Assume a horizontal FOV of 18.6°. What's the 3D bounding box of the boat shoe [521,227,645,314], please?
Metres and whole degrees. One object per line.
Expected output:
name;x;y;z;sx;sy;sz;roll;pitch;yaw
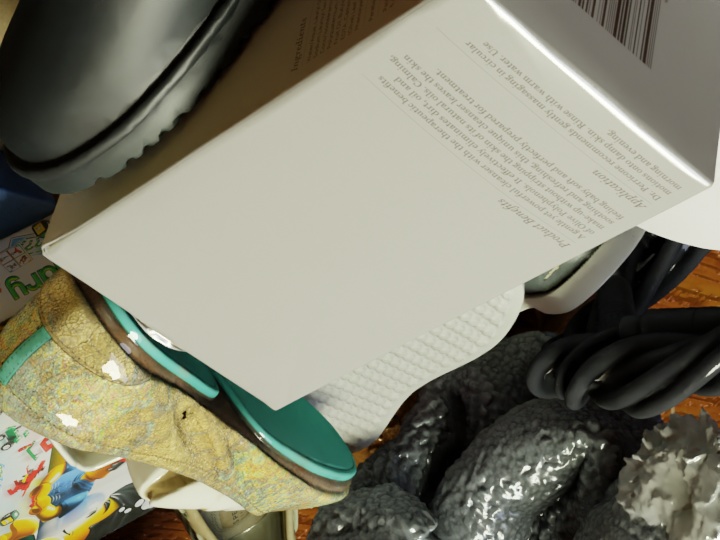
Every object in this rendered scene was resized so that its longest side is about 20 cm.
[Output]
boat shoe;0.058;-0.016;0.951;0.073;0.062;0.200;-51;-170;-14

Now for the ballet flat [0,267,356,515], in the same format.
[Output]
ballet flat;-0.071;0.055;0.807;0.071;0.071;0.200;-38;149;8

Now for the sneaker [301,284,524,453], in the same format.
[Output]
sneaker;0.000;0.000;0.902;0.075;0.105;0.200;3;156;-22

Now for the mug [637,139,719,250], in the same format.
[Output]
mug;0.112;-0.115;0.727;0.199;0.148;0.176;-7;141;-13

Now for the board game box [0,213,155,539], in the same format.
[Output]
board game box;-0.123;0.053;0.850;0.126;0.035;0.200;-29;153;-19

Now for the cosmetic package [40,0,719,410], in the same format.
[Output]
cosmetic package;0.005;-0.044;0.684;0.107;0.085;0.200;37;137;-28

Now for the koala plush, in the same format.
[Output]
koala plush;0.117;0.116;0.940;0.178;0.199;0.184;50;62;-29

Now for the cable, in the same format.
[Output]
cable;0.143;-0.003;0.857;0.163;0.051;0.200;-38;-167;-17

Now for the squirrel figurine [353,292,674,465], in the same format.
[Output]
squirrel figurine;0.077;0.096;1.108;0.199;0.142;0.187;3;128;-50

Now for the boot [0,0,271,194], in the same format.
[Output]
boot;-0.089;-0.130;0.626;0.168;0.077;0.200;31;118;-35

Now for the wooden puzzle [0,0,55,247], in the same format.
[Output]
wooden puzzle;-0.144;-0.062;0.735;0.200;0.046;0.185;-46;149;21

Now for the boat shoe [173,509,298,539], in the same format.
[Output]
boat shoe;-0.061;0.089;1.025;0.073;0.063;0.201;-25;150;-16
